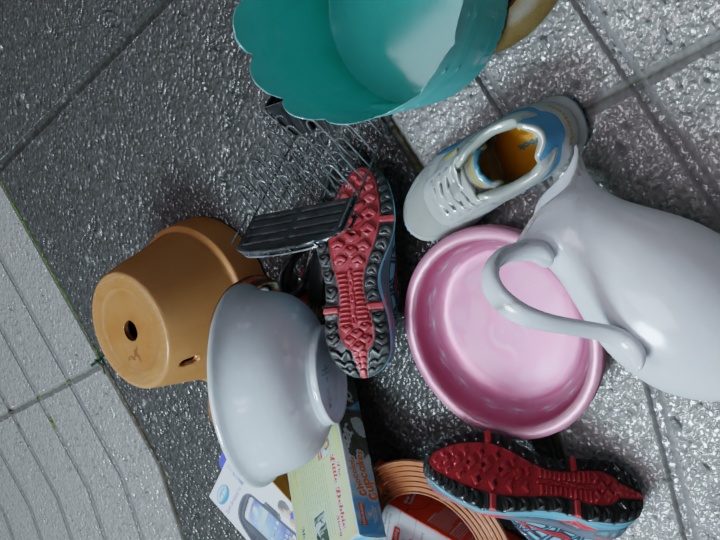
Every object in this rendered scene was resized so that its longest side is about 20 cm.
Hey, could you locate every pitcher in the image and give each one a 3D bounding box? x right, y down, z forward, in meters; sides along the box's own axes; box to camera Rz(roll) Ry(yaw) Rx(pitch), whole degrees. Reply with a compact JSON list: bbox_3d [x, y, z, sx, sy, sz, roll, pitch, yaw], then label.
[{"bbox_3d":[0.199,0.020,0.634,0.199,0.172,0.122,38,146,11],"label":"pitcher"}]

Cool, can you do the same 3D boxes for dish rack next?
[{"bbox_3d":[-0.049,-0.102,0.794,0.152,0.202,0.055,-9,137,39],"label":"dish rack"}]

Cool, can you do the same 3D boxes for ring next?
[{"bbox_3d":[0.068,0.290,0.859,0.198,0.019,0.204,11,110,34],"label":"ring"}]

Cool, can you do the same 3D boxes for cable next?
[{"bbox_3d":[-0.035,-0.034,0.903,0.096,0.050,0.204,19,105,34],"label":"cable"}]

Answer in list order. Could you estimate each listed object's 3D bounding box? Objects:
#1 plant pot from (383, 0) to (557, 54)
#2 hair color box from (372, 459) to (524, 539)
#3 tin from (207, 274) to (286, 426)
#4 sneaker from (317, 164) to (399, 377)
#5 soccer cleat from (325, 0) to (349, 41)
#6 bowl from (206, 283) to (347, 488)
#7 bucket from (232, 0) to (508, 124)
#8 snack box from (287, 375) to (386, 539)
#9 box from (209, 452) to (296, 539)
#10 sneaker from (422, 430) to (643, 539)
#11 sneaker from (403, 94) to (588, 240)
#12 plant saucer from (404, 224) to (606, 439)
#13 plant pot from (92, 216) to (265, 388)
[{"bbox_3d":[0.083,-0.280,0.706,0.197,0.027,0.204,9,108,28],"label":"plant pot"},{"bbox_3d":[0.079,0.298,0.904,0.198,0.061,0.103,23,118,29],"label":"hair color box"},{"bbox_3d":[-0.125,0.102,0.964,0.041,0.111,0.204,20,116,31],"label":"tin"},{"bbox_3d":[0.000,0.000,0.837,0.078,0.095,0.204,2,88,11],"label":"sneaker"},{"bbox_3d":[-0.035,-0.305,0.799,0.083,0.065,0.203,-23,86,11],"label":"soccer cleat"},{"bbox_3d":[-0.069,0.107,0.840,0.089,0.201,0.205,-9,101,16],"label":"bowl"},{"bbox_3d":[0.013,-0.218,0.666,0.204,0.134,0.211,7,105,27],"label":"bucket"},{"bbox_3d":[-0.036,0.213,0.915,0.116,0.037,0.202,-47,42,39],"label":"snack box"},{"bbox_3d":[-0.116,0.299,1.073,0.199,0.041,0.120,41,126,18],"label":"box"},{"bbox_3d":[0.150,0.216,0.775,0.196,0.080,0.097,13,133,6],"label":"sneaker"},{"bbox_3d":[0.100,-0.085,0.742,0.199,0.080,0.077,-35,85,42],"label":"sneaker"},{"bbox_3d":[0.135,0.053,0.780,0.198,0.051,0.204,14,115,32],"label":"plant saucer"},{"bbox_3d":[-0.221,0.049,1.004,0.198,0.139,0.204,13,112,34],"label":"plant pot"}]
